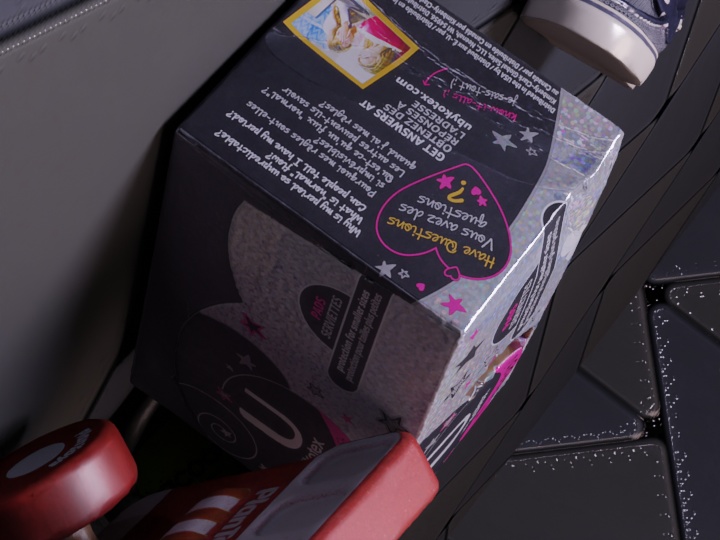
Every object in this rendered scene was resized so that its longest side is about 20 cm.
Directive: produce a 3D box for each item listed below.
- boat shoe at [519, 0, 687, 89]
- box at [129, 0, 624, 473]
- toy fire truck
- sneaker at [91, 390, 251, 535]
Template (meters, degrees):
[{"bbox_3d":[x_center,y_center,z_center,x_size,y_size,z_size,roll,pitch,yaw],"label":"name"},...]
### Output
[{"bbox_3d":[0.136,-0.150,1.310,0.093,0.074,0.200,-61,177,5],"label":"boat shoe"},{"bbox_3d":[0.000,0.000,0.979,0.115,0.132,0.200,-49,169,-28],"label":"box"},{"bbox_3d":[-0.079,0.124,0.896,0.167,0.113,0.200,-18,-165,36],"label":"toy fire truck"},{"bbox_3d":[-0.052,0.064,1.128,0.200,0.074,0.088,-42,172,-29],"label":"sneaker"}]
